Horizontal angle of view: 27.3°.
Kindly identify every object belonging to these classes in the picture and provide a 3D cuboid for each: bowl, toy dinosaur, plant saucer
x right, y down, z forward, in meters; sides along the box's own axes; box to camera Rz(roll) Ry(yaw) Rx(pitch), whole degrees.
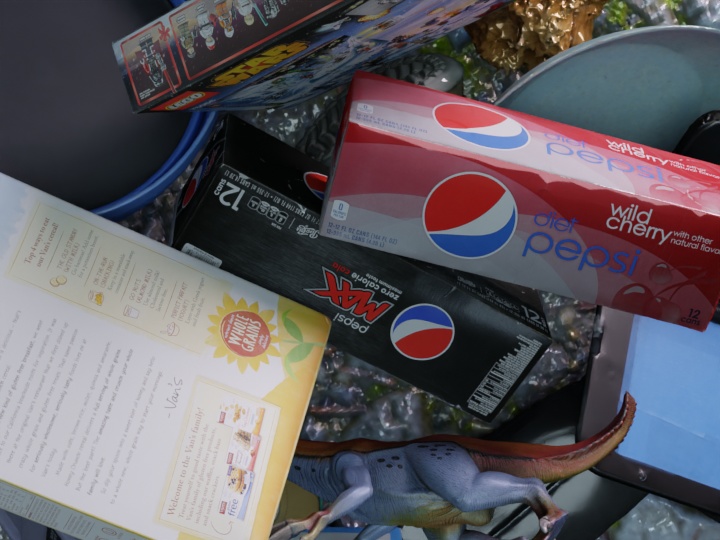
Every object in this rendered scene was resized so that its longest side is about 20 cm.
[{"bbox_3d":[-0.169,-0.111,0.787,0.198,0.039,0.203,3,68,-8],"label":"bowl"},{"bbox_3d":[0.017,0.119,0.782,0.180,0.200,0.106,28,141,23],"label":"toy dinosaur"},{"bbox_3d":[0.133,-0.069,0.815,0.199,0.039,0.202,-12,142,-9],"label":"plant saucer"}]

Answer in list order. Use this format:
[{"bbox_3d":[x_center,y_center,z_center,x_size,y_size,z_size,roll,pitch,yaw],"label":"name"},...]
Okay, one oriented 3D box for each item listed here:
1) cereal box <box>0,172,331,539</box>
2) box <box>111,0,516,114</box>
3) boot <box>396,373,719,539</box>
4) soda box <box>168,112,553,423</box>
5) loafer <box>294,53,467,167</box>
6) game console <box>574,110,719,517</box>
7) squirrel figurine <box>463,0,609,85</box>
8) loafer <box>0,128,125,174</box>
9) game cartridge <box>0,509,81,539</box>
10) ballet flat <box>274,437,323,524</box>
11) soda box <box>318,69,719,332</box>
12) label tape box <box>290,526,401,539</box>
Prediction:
[{"bbox_3d":[-0.123,0.049,0.694,0.198,0.040,0.145,24,57,-10],"label":"cereal box"},{"bbox_3d":[-0.002,-0.129,0.707,0.199,0.136,0.040,-21,86,31],"label":"box"},{"bbox_3d":[0.140,0.150,0.873,0.199,0.066,0.166,-37,87,-3],"label":"boot"},{"bbox_3d":[0.000,0.000,0.778,0.199,0.071,0.064,28,113,-16],"label":"soda box"},{"bbox_3d":[-0.010,-0.042,0.841,0.200,0.075,0.070,-41,114,13],"label":"loafer"},{"bbox_3d":[0.235,0.038,0.810,0.198,0.117,0.177,20,125,-16],"label":"game console"},{"bbox_3d":[0.108,-0.208,0.802,0.185,0.142,0.202,16,112,-16],"label":"squirrel figurine"},{"bbox_3d":[-0.212,-0.054,0.828,0.198,0.068,0.071,-2,120,-8],"label":"loafer"},{"bbox_3d":[-0.159,0.132,0.779,0.038,0.200,0.130,-30,76,-24],"label":"game cartridge"},{"bbox_3d":[-0.071,0.088,0.828,0.063,0.068,0.202,-39,129,-39],"label":"ballet flat"},{"bbox_3d":[0.083,-0.035,0.726,0.198,0.070,0.064,13,118,-4],"label":"soda box"},{"bbox_3d":[-0.050,0.242,0.872,0.141,0.066,0.202,1,126,-4],"label":"label tape box"}]
